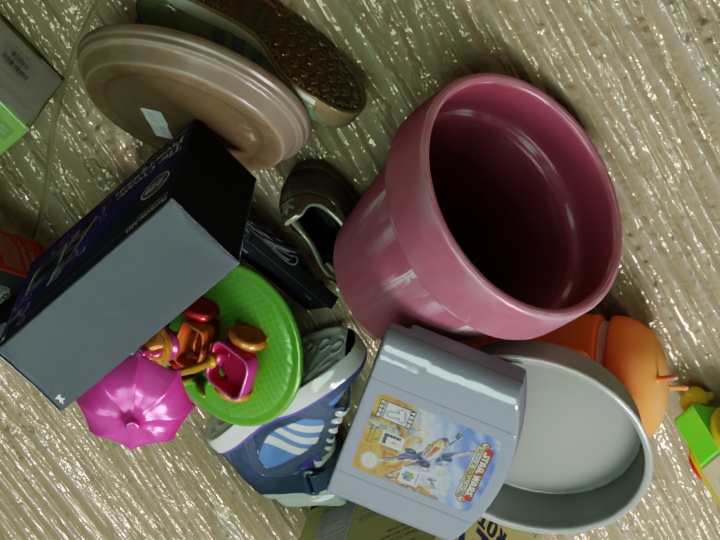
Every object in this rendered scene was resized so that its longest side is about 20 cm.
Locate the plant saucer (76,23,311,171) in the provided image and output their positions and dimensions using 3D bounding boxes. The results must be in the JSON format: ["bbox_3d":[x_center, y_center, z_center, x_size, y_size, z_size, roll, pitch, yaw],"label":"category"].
[{"bbox_3d":[-0.136,-0.131,1.318,0.198,0.030,0.200,16,161,6],"label":"plant saucer"}]

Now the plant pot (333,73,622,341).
[{"bbox_3d":[0.077,-0.027,1.304,0.200,0.201,0.179,41,141,-14],"label":"plant pot"}]

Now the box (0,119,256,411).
[{"bbox_3d":[-0.181,-0.005,1.290,0.199,0.142,0.079,-38,114,21],"label":"box"}]

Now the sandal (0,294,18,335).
[{"bbox_3d":[-0.229,0.001,1.418,0.198,0.076,0.043,-26,112,-10],"label":"sandal"}]

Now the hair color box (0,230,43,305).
[{"bbox_3d":[-0.376,0.002,1.425,0.199,0.062,0.102,20,121,-42],"label":"hair color box"}]

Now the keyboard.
[{"bbox_3d":[-0.099,-0.034,1.408,0.199,0.021,0.127,39,167,-13],"label":"keyboard"}]

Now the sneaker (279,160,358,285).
[{"bbox_3d":[0.000,0.000,1.405,0.070,0.076,0.200,-35,109,33],"label":"sneaker"}]

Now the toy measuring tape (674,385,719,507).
[{"bbox_3d":[0.334,0.183,1.402,0.074,0.073,0.201,-47,61,36],"label":"toy measuring tape"}]

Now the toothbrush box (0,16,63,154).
[{"bbox_3d":[-0.376,-0.142,1.409,0.199,0.086,0.146,-34,111,32],"label":"toothbrush box"}]

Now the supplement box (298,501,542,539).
[{"bbox_3d":[0.043,0.286,1.517,0.199,0.201,0.134,-29,113,31],"label":"supplement box"}]

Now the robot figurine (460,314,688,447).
[{"bbox_3d":[0.173,0.095,1.395,0.197,0.117,0.145,-1,125,17],"label":"robot figurine"}]

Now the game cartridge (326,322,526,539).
[{"bbox_3d":[0.056,0.135,1.318,0.132,0.042,0.201,24,134,5],"label":"game cartridge"}]

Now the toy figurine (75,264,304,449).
[{"bbox_3d":[-0.178,0.074,1.405,0.199,0.183,0.152,31,118,23],"label":"toy figurine"}]

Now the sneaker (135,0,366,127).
[{"bbox_3d":[-0.095,-0.169,1.326,0.199,0.067,0.090,35,136,-11],"label":"sneaker"}]

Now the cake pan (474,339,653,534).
[{"bbox_3d":[0.139,0.132,1.334,0.198,0.037,0.202,10,132,11],"label":"cake pan"}]

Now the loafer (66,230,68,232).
[{"bbox_3d":[-0.276,0.023,1.510,0.199,0.063,0.072,-34,110,33],"label":"loafer"}]

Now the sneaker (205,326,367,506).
[{"bbox_3d":[-0.032,0.146,1.524,0.199,0.081,0.146,-34,118,29],"label":"sneaker"}]
